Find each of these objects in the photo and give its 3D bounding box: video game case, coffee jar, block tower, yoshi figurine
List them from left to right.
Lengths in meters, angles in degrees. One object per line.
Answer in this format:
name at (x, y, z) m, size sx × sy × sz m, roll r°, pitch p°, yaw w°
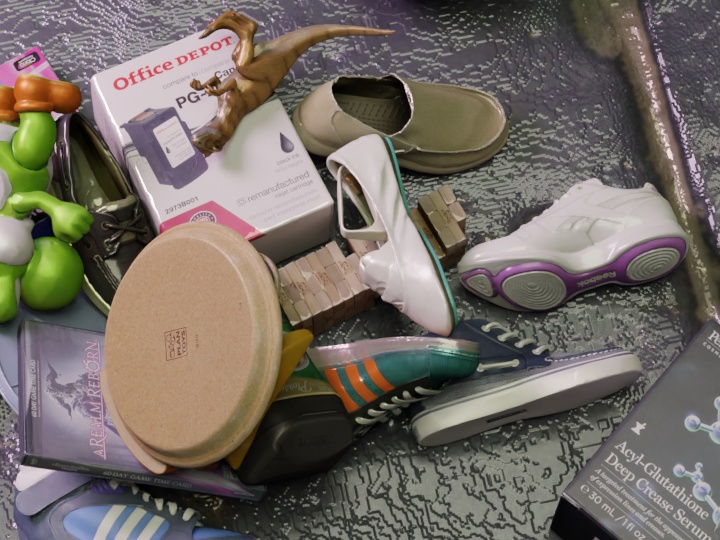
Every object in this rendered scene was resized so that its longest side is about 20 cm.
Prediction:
yoshi figurine at (-0.267, -0.051, 1.656) m, size 0.111 × 0.112 × 0.202 m, roll 4°, pitch 80°, yaw 6°
video game case at (-0.176, 0.111, 1.622) m, size 0.199 × 0.019 × 0.143 m, roll 12°, pitch 42°, yaw -22°
coffee jar at (-0.090, 0.078, 1.623) m, size 0.104 × 0.085 × 0.201 m, roll -2°, pitch 50°, yaw -43°
block tower at (0.000, 0.000, 1.727) m, size 0.199 × 0.058 × 0.054 m, roll -28°, pitch 71°, yaw -10°

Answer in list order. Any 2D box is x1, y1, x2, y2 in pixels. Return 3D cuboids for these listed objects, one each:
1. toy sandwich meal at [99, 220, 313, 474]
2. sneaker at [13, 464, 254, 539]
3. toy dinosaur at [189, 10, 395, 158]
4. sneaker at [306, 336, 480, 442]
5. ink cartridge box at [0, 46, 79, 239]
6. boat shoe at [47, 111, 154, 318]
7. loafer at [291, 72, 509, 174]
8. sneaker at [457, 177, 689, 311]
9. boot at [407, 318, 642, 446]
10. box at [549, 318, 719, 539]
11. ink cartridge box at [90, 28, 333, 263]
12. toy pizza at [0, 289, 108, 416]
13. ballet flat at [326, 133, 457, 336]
toy sandwich meal at (-0.119, 0.063, 1.540) m, size 0.204 × 0.070 × 0.207 m, roll -6°, pitch 80°, yaw 39°
sneaker at (-0.183, 0.182, 1.639) m, size 0.198 × 0.081 × 0.148 m, roll -6°, pitch 73°, yaw 3°
toy dinosaur at (-0.082, -0.177, 1.717) m, size 0.200 × 0.060 × 0.106 m, roll -43°, pitch 100°, yaw -15°
sneaker at (0.012, 0.099, 1.656) m, size 0.199 × 0.071 × 0.081 m, roll -10°, pitch 80°, yaw 32°
ink cartridge box at (-0.276, -0.094, 1.772) m, size 0.094 × 0.037 × 0.201 m, roll -30°, pitch 74°, yaw -13°
boat shoe at (-0.214, -0.042, 1.697) m, size 0.071 × 0.066 × 0.202 m, roll -21°, pitch 75°, yaw -38°
loafer at (0.042, -0.131, 1.755) m, size 0.199 × 0.068 × 0.076 m, roll -2°, pitch 68°, yaw -20°
sneaker at (0.177, -0.024, 1.743) m, size 0.198 × 0.075 × 0.100 m, roll -10°, pitch 51°, yaw -5°
boot at (0.130, 0.075, 1.689) m, size 0.199 × 0.073 × 0.091 m, roll -15°, pitch 70°, yaw -3°
box at (0.274, 0.170, 1.638) m, size 0.148 × 0.107 × 0.200 m, roll 38°, pitch 72°, yaw 14°
ink cartridge box at (-0.130, -0.097, 1.746) m, size 0.144 × 0.084 × 0.201 m, roll -24°, pitch 70°, yaw -12°
toy pizza at (-0.214, 0.084, 1.668) m, size 0.199 × 0.032 × 0.201 m, roll 17°, pitch 40°, yaw -15°
ballet flat at (0.020, -0.024, 1.670) m, size 0.069 × 0.070 × 0.201 m, roll -16°, pitch 60°, yaw -7°
